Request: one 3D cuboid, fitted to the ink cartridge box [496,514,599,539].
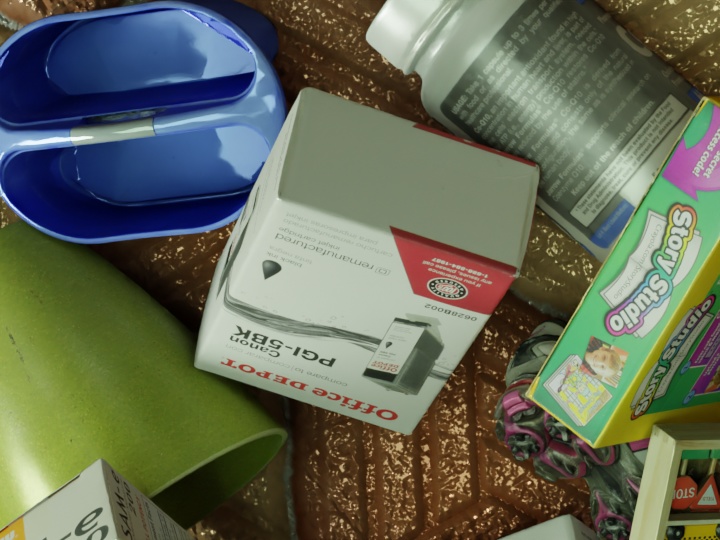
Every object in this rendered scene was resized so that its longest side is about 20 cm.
[{"bbox_3d":[0.096,0.269,1.595,0.146,0.084,0.200,-22,58,20],"label":"ink cartridge box"}]

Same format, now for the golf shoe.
[{"bbox_3d":[0.163,0.112,1.596,0.073,0.092,0.200,-23,120,35],"label":"golf shoe"}]

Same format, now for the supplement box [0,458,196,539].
[{"bbox_3d":[-0.133,0.216,1.543,0.126,0.074,0.200,-36,127,12],"label":"supplement box"}]

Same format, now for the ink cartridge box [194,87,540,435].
[{"bbox_3d":[0.000,0.000,1.543,0.147,0.083,0.200,18,146,-8],"label":"ink cartridge box"}]

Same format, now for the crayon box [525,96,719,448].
[{"bbox_3d":[0.200,-0.001,1.503,0.058,0.172,0.200,39,112,26],"label":"crayon box"}]

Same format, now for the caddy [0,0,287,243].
[{"bbox_3d":[-0.134,-0.093,1.615,0.200,0.105,0.142,-6,102,17],"label":"caddy"}]

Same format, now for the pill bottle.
[{"bbox_3d":[0.107,-0.106,1.539,0.200,0.114,0.114,41,110,3],"label":"pill bottle"}]

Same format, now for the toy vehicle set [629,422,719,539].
[{"bbox_3d":[0.248,0.149,1.543,0.200,0.027,0.124,0,108,-26],"label":"toy vehicle set"}]

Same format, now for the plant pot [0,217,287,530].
[{"bbox_3d":[-0.177,0.072,1.644,0.187,0.187,0.200,-39,78,21],"label":"plant pot"}]
